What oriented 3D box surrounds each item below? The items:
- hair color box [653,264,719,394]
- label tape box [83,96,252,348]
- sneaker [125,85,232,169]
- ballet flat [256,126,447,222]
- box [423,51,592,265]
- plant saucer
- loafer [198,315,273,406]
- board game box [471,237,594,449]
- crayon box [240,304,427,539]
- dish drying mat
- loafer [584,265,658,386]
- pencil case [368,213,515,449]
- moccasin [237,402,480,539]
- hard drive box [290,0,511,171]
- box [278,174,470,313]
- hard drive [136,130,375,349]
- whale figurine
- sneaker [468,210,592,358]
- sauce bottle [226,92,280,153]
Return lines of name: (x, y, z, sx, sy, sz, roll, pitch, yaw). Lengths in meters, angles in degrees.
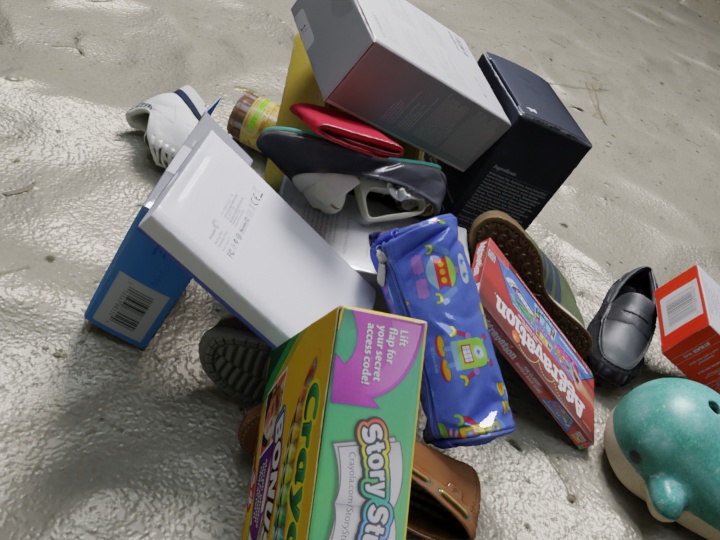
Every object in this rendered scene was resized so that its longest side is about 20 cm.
hair color box: (0.415, 0.101, 0.807, 0.200, 0.064, 0.111, 39, 36, -12)
label tape box: (-0.160, -0.049, 0.665, 0.066, 0.143, 0.200, 31, 36, -12)
sneaker: (-0.191, -0.130, 0.825, 0.080, 0.077, 0.200, -21, 50, -29)
ballet flat: (-0.004, -0.084, 0.701, 0.199, 0.073, 0.073, 9, 39, -26)
box: (0.152, -0.126, 0.870, 0.104, 0.200, 0.148, 17, 37, -25)
plant saucer: (0.004, -0.152, 0.834, 0.199, 0.048, 0.201, 20, 72, -32)
loafer: (-0.045, 0.080, 0.647, 0.199, 0.075, 0.070, 18, 32, -22)
board game box: (0.171, 0.071, 0.721, 0.200, 0.019, 0.103, 50, 35, -18)
crayon box: (-0.027, 0.136, 0.432, 0.058, 0.173, 0.201, 11, 73, -15)
dish drying mat: (-0.020, -0.132, 0.680, 0.077, 0.018, 0.200, 14, 15, -16)
loafer: (0.304, 0.057, 0.843, 0.068, 0.071, 0.201, 29, 37, 10)
pencil case: (0.066, 0.051, 0.620, 0.087, 0.078, 0.201, -10, 80, -35)
moccasin: (-0.001, 0.161, 0.572, 0.201, 0.074, 0.078, 29, 29, -8)
hard drive box: (0.042, -0.210, 0.755, 0.200, 0.077, 0.156, 19, 39, -39)
box: (0.000, 0.000, 0.735, 0.199, 0.098, 0.125, 17, 38, -8)
hard drive: (-0.069, -0.005, 0.578, 0.200, 0.025, 0.132, 45, 31, -21)
whale figurine: (0.325, 0.185, 0.678, 0.159, 0.104, 0.200, -11, 50, -37)
sneaker: (0.179, 0.007, 0.801, 0.200, 0.067, 0.090, 50, 19, -20)
sauce bottle: (-0.065, -0.153, 0.909, 0.199, 0.065, 0.065, 26, 38, 4)
